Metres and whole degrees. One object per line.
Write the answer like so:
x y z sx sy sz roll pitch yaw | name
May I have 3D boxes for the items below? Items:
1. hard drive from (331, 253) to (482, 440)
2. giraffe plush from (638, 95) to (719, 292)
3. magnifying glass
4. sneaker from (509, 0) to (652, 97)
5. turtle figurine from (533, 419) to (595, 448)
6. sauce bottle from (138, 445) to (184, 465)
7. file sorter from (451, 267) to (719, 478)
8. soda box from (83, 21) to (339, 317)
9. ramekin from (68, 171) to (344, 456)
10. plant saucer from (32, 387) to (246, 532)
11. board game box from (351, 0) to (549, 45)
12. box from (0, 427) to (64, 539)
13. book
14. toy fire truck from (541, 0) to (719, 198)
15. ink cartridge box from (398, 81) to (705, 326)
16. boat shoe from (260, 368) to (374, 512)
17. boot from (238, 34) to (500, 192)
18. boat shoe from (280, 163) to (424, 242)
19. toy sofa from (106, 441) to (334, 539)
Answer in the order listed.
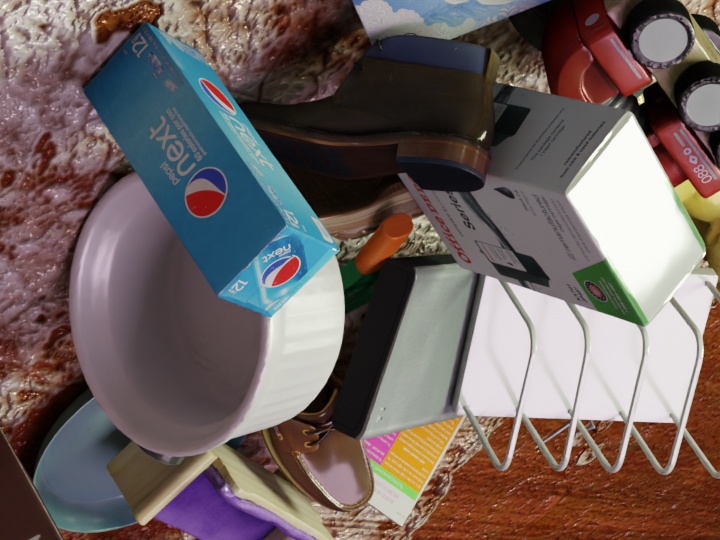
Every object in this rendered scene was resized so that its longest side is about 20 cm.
0.052 0.056 1.813 0.200 0.033 0.140 -5 115 -65 | hard drive
0.268 -0.077 1.879 0.161 0.173 0.201 -3 137 -20 | giraffe plush
0.000 0.000 1.768 0.079 0.023 0.200 -21 169 -23 | magnifying glass
0.184 -0.200 1.719 0.104 0.060 0.199 -46 141 21 | sneaker
0.166 0.043 1.932 0.149 0.101 0.200 29 101 -40 | turtle figurine
-0.109 0.054 1.733 0.065 0.065 0.201 14 111 -50 | sauce bottle
0.194 0.082 1.814 0.199 0.125 0.140 3 116 -16 | file sorter
-0.100 -0.067 1.497 0.068 0.200 0.064 -45 146 14 | soda box
-0.104 0.025 1.618 0.097 0.201 0.201 -6 137 -48 | ramekin
-0.176 0.132 1.834 0.199 0.027 0.201 -24 144 -18 | plant saucer
0.075 -0.241 1.541 0.198 0.044 0.200 -20 147 6 | board game box
-0.301 0.248 1.736 0.165 0.165 0.201 -26 145 -14 | box
0.045 0.101 1.924 0.201 0.048 0.134 -57 146 -6 | book
0.177 -0.118 1.681 0.199 0.129 0.176 -32 121 18 | toy fire truck
0.129 -0.055 1.651 0.083 0.199 0.147 -50 128 -18 | ink cartridge box
-0.042 0.111 1.805 0.072 0.067 0.201 -32 113 -16 | boat shoe
0.005 -0.117 1.610 0.075 0.199 0.098 52 51 -65 | boot
-0.005 -0.050 1.722 0.199 0.071 0.065 -15 141 -31 | boat shoe
-0.109 0.192 1.857 0.083 0.098 0.200 -41 148 7 | toy sofa
